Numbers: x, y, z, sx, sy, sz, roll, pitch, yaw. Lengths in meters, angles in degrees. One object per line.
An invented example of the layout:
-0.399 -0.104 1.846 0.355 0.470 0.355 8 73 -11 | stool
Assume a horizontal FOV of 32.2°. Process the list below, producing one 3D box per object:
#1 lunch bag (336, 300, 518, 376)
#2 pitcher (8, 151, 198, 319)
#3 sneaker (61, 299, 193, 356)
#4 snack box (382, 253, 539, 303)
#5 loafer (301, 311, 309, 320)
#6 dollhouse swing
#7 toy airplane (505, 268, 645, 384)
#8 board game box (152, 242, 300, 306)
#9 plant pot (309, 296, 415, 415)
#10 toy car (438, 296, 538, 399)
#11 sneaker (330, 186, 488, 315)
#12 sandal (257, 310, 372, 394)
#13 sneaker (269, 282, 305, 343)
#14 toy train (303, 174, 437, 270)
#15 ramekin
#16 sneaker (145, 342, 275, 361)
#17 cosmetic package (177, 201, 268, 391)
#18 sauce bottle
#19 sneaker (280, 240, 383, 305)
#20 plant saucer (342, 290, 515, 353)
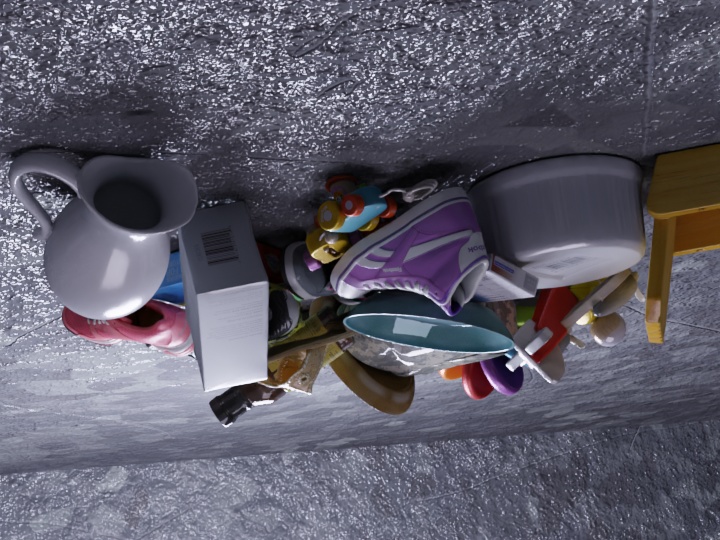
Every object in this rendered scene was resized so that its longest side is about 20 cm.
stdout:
0.086 0.059 1.636 0.200 0.140 0.167 -17 168 38 | lunch bag
-0.262 -0.040 1.207 0.171 0.122 0.200 18 147 -14 | pitcher
-0.295 0.051 1.551 0.199 0.074 0.087 6 161 24 | sneaker
0.103 0.014 1.386 0.072 0.024 0.200 26 160 -31 | snack box
-0.056 0.083 1.841 0.199 0.072 0.063 -6 147 -31 | loafer
0.397 -0.026 1.393 0.181 0.177 0.200 -10 164 12 | dollhouse swing
0.263 0.059 1.541 0.141 0.200 0.200 28 -170 -8 | toy airplane
-0.157 0.010 1.545 0.153 0.041 0.200 -15 163 28 | board game box
0.010 0.108 1.721 0.027 0.200 0.200 -40 151 22 | plant pot
0.199 0.117 1.886 0.200 0.151 0.175 -18 161 36 | toy car
0.051 0.009 1.320 0.072 0.115 0.200 -7 159 -46 | sneaker
-0.062 0.113 1.501 0.211 0.070 0.078 -23 -172 -21 | sandal
-0.103 0.049 1.517 0.076 0.076 0.200 -9 177 -20 | sneaker
0.008 -0.061 1.341 0.150 0.056 0.200 -19 163 -15 | toy train
0.221 -0.048 1.386 0.200 0.098 0.201 -6 166 -2 | ramekin
-0.180 0.099 1.622 0.199 0.086 0.077 -1 164 -20 | sneaker
-0.150 0.033 1.371 0.081 0.113 0.200 -11 148 -11 | cosmetic package
-0.103 0.125 1.591 0.200 0.065 0.065 -34 163 1 | sauce bottle
0.000 0.000 1.489 0.120 0.084 0.200 -12 169 28 | sneaker
0.080 0.057 1.435 0.199 0.036 0.200 8 167 2 | plant saucer
